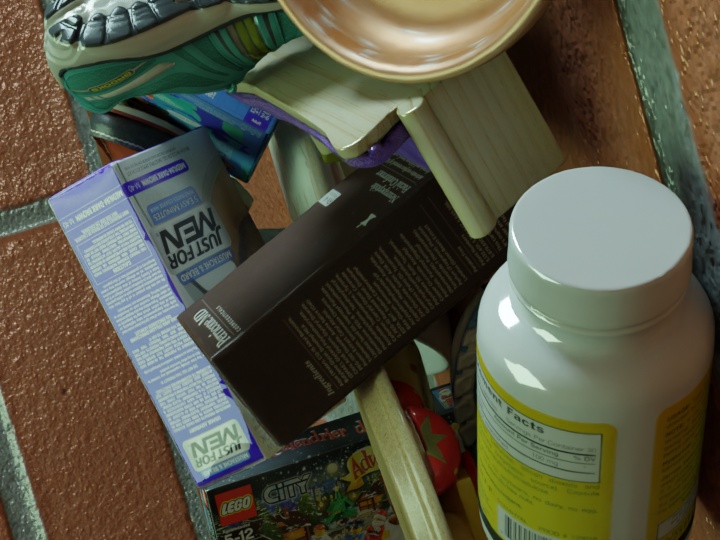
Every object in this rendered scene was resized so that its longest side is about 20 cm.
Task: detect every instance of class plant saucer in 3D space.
[{"bbox_3d":[0.028,-0.191,0.904,0.199,0.037,0.201,10,106,37],"label":"plant saucer"}]

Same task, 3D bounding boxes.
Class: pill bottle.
[{"bbox_3d":[0.110,0.053,0.899,0.201,0.111,0.111,87,161,-44],"label":"pill bottle"}]

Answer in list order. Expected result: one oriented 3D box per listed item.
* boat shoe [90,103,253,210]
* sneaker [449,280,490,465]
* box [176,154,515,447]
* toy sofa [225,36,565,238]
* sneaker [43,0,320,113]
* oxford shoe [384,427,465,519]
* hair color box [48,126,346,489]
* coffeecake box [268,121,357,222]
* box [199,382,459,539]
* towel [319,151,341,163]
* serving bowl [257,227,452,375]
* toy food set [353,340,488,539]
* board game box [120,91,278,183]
[{"bbox_3d":[-0.134,-0.058,1.304,0.071,0.063,0.200,24,170,25],"label":"boat shoe"},{"bbox_3d":[0.084,0.084,1.141,0.087,0.075,0.201,-116,15,-56],"label":"sneaker"},{"bbox_3d":[0.000,0.000,1.076,0.075,0.200,0.100,51,174,-21],"label":"box"},{"bbox_3d":[0.011,-0.081,1.008,0.083,0.097,0.200,57,168,-28],"label":"toy sofa"},{"bbox_3d":[-0.069,-0.137,1.008,0.080,0.199,0.078,81,172,-54],"label":"sneaker"},{"bbox_3d":[0.098,0.193,1.245,0.070,0.075,0.200,5,132,59],"label":"oxford shoe"},{"bbox_3d":[-0.099,0.020,1.179,0.201,0.065,0.109,64,-149,-3],"label":"hair color box"},{"bbox_3d":[-0.015,-0.111,1.293,0.200,0.073,0.154,133,121,-75],"label":"coffeecake box"},{"bbox_3d":[-0.007,0.171,1.334,0.038,0.199,0.137,-128,24,-59],"label":"box"},{"bbox_3d":[-0.005,-0.171,1.154,0.018,0.086,0.201,-138,34,-71],"label":"towel"},{"bbox_3d":[-0.028,0.015,1.321,0.200,0.199,0.066,133,152,-75],"label":"serving bowl"},{"bbox_3d":[0.046,0.136,1.091,0.200,0.048,0.199,-147,37,-84],"label":"toy food set"},{"bbox_3d":[-0.124,-0.124,1.239,0.152,0.045,0.200,28,171,-4],"label":"board game box"}]
